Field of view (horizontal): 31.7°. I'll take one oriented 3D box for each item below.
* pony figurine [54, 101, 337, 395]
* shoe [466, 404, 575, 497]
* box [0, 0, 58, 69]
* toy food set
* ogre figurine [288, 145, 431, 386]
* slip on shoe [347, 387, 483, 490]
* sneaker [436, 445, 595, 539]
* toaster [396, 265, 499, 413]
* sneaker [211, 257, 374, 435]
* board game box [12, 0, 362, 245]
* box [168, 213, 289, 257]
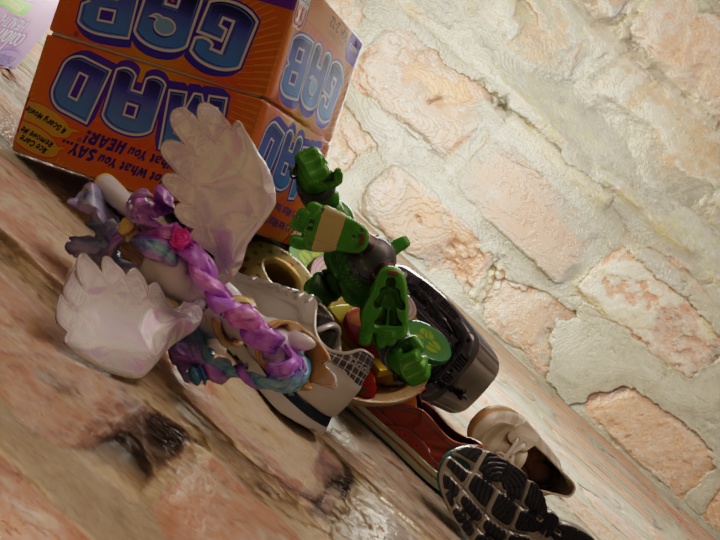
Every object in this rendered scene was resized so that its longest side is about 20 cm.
[{"bbox_3d":[-0.114,0.000,0.816,0.199,0.167,0.193,25,-17,49],"label":"pony figurine"},{"bbox_3d":[0.196,0.220,1.510,0.200,0.070,0.053,40,-3,-43],"label":"shoe"},{"bbox_3d":[-0.404,-0.300,1.213,0.200,0.097,0.176,42,6,0],"label":"box"},{"bbox_3d":[-0.019,0.044,1.153,0.197,0.049,0.200,-7,46,-47],"label":"toy food set"},{"bbox_3d":[0.000,0.000,1.062,0.200,0.098,0.120,43,-2,1],"label":"ogre figurine"},{"bbox_3d":[0.033,0.125,1.187,0.200,0.061,0.074,41,8,7],"label":"slip on shoe"},{"bbox_3d":[0.131,0.227,1.138,0.200,0.078,0.079,44,-15,-27],"label":"sneaker"},{"bbox_3d":[0.087,0.092,1.526,0.200,0.114,0.129,43,4,29],"label":"toaster"},{"bbox_3d":[-0.066,0.044,1.029,0.200,0.081,0.076,44,8,34],"label":"sneaker"},{"bbox_3d":[-0.140,-0.155,1.093,0.198,0.202,0.200,18,-1,15],"label":"board game box"},{"bbox_3d":[-0.126,-0.083,1.330,0.148,0.125,0.200,37,7,-39],"label":"box"}]
